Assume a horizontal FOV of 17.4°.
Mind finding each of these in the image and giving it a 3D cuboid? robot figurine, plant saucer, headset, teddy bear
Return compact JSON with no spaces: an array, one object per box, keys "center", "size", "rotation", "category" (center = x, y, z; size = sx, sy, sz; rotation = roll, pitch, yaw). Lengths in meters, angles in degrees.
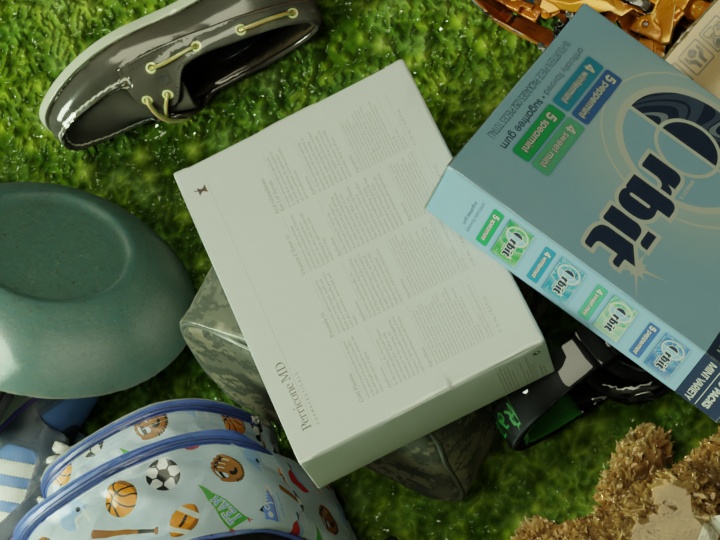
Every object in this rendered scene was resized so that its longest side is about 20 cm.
[{"center":[0.145,-0.192,1.457],"size":[0.199,0.058,0.145],"rotation":[31,90,25],"category":"robot figurine"},{"center":[-0.198,-0.002,1.480],"size":[0.201,0.201,0.039],"rotation":[38,133,24],"category":"plant saucer"},{"center":[0.170,0.047,1.364],"size":[0.200,0.124,0.094],"rotation":[-36,76,-10],"category":"headset"},{"center":[0.186,0.156,1.365],"size":[0.200,0.067,0.145],"rotation":[-44,76,-1],"category":"teddy bear"}]

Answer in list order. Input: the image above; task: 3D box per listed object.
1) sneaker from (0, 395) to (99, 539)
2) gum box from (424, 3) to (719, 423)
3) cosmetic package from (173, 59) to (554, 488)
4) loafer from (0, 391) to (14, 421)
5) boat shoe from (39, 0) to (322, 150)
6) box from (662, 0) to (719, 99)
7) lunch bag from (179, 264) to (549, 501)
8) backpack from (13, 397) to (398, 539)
[{"center":[-0.202,0.163,1.502],"size":[0.200,0.081,0.147],"rotation":[-43,76,3],"category":"sneaker"},{"center":[0.161,-0.036,1.312],"size":[0.200,0.045,0.170],"rotation":[35,50,5],"category":"gum box"},{"center":[0.000,0.000,1.326],"size":[0.150,0.052,0.201],"rotation":[-25,64,0],"category":"cosmetic package"},{"center":[-0.249,0.041,1.495],"size":[0.072,0.063,0.201],"rotation":[-36,26,30],"category":"loafer"},{"center":[-0.118,-0.134,1.535],"size":[0.201,0.072,0.061],"rotation":[-33,65,8],"category":"boat shoe"},{"center":[0.290,-0.130,1.380],"size":[0.163,0.021,0.200],"rotation":[42,93,3],"category":"box"},{"center":[0.010,0.018,1.423],"size":[0.199,0.140,0.168],"rotation":[23,69,23],"category":"lunch bag"},{"center":[-0.108,0.164,1.398],"size":[0.200,0.190,0.154],"rotation":[-36,68,11],"category":"backpack"}]
